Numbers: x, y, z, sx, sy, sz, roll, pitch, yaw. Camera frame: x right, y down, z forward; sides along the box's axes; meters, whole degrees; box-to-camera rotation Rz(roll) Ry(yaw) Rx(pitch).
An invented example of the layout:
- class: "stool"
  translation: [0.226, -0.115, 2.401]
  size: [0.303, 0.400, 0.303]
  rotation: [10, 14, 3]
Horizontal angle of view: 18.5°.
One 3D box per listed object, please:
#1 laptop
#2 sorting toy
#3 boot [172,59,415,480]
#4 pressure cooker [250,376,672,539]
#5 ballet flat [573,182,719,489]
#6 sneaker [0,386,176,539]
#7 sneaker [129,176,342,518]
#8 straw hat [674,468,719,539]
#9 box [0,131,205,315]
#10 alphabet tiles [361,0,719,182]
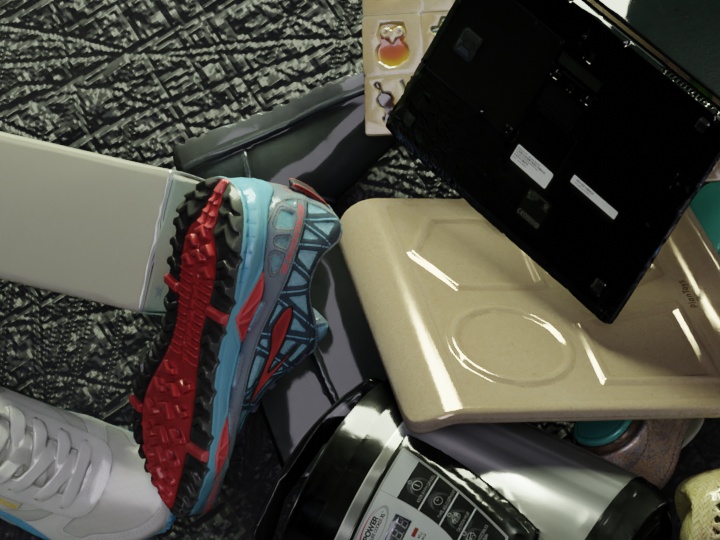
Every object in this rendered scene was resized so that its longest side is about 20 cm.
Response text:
- class: "laptop"
  translation: [0.143, -0.106, 1.162]
  size: [0.177, 0.103, 0.200]
  rotation: [43, 116, 27]
- class: "sorting toy"
  translation: [0.101, 0.023, 1.162]
  size: [0.199, 0.185, 0.037]
  rotation: [-4, 127, -13]
- class: "boot"
  translation: [-0.001, 0.000, 1.239]
  size: [0.164, 0.066, 0.201]
  rotation: [-21, 80, 8]
- class: "pressure cooker"
  translation: [0.040, 0.154, 1.137]
  size: [0.199, 0.176, 0.179]
  rotation: [25, 126, 20]
- class: "ballet flat"
  translation: [0.179, 0.040, 1.225]
  size: [0.067, 0.068, 0.200]
  rotation: [46, 62, -29]
- class: "sneaker"
  translation: [-0.196, 0.103, 1.229]
  size: [0.199, 0.081, 0.077]
  rotation: [18, 83, 3]
- class: "sneaker"
  translation: [-0.058, 0.046, 1.177]
  size: [0.095, 0.079, 0.201]
  rotation: [-2, 121, -34]
- class: "straw hat"
  translation: [0.198, 0.138, 1.110]
  size: [0.085, 0.201, 0.202]
  rotation: [-1, 83, 17]
- class: "box"
  translation: [-0.189, -0.035, 1.225]
  size: [0.199, 0.068, 0.083]
  rotation: [15, 91, 17]
- class: "alphabet tiles"
  translation: [0.100, -0.127, 1.203]
  size: [0.199, 0.008, 0.168]
  rotation: [-2, 84, 8]
